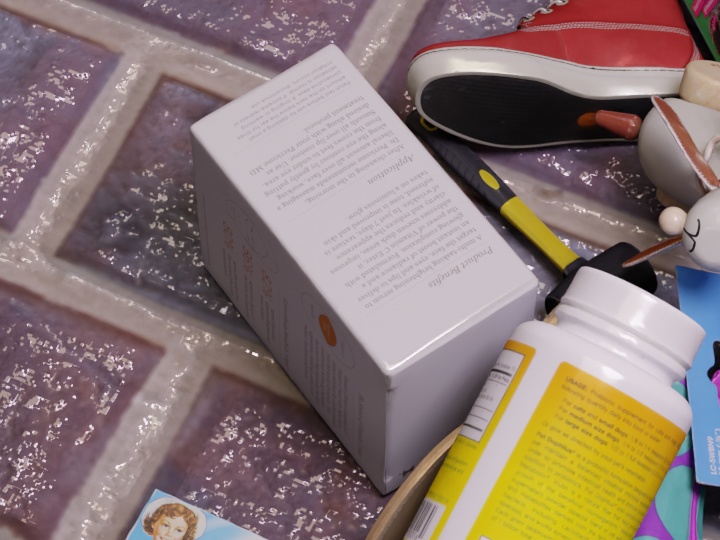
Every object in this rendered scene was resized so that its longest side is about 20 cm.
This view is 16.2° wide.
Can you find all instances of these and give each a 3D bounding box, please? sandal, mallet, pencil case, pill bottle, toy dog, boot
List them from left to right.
[{"bbox_3d":[0.086,0.112,1.429,0.070,0.078,0.212,37,82,21],"label":"sandal"},{"bbox_3d":[0.105,-0.040,1.566,0.066,0.041,0.200,-27,59,-15],"label":"mallet"},{"bbox_3d":[0.117,-0.155,1.604,0.199,0.073,0.145,1,57,-17],"label":"boot"},{"bbox_3d":[0.105,0.103,1.354,0.109,0.109,0.201,27,86,16],"label":"pill bottle"},{"bbox_3d":[0.161,0.153,1.416,0.092,0.085,0.201,-16,52,30],"label":"pencil case"},{"bbox_3d":[0.184,-0.064,1.488,0.096,0.200,0.133,10,92,2],"label":"toy dog"}]

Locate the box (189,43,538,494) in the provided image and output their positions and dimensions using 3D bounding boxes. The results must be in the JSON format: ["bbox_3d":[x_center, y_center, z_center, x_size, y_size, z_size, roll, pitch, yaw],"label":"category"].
[{"bbox_3d":[0.000,0.000,1.474,0.106,0.153,0.200,-31,64,-18],"label":"box"}]

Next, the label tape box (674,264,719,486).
[{"bbox_3d":[0.285,0.063,1.441,0.199,0.063,0.145,12,56,-22],"label":"label tape box"}]

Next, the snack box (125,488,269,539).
[{"bbox_3d":[-0.054,0.214,1.414,0.199,0.037,0.116,22,62,14],"label":"snack box"}]

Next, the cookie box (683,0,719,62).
[{"bbox_3d":[0.279,-0.218,1.611,0.171,0.075,0.201,-21,74,-20],"label":"cookie box"}]
